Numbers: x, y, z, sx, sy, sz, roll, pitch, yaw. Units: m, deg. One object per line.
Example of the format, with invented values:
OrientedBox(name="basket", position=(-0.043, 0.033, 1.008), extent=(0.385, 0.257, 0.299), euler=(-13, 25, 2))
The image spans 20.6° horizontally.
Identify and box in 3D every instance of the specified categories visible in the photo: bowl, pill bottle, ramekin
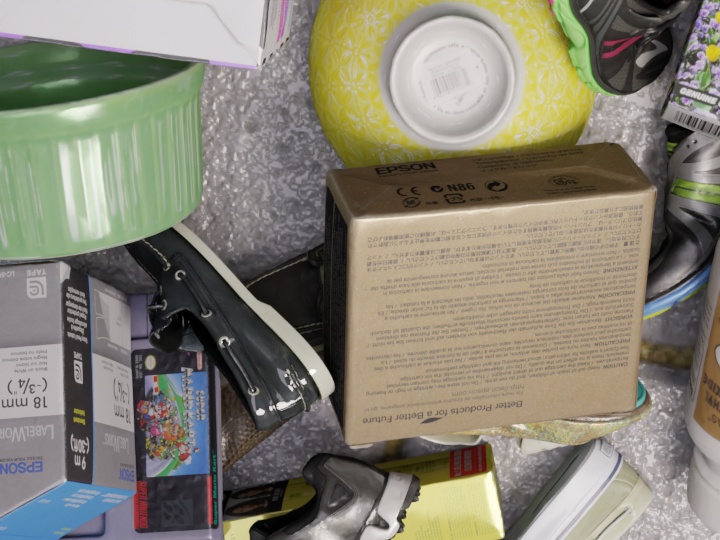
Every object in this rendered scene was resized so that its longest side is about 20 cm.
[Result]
OrientedBox(name="bowl", position=(0.059, -0.128, 1.276), extent=(0.198, 0.108, 0.203), euler=(1, 101, 4))
OrientedBox(name="pill bottle", position=(0.269, 0.073, 1.278), extent=(0.113, 0.115, 0.202), euler=(6, 123, 2))
OrientedBox(name="ramekin", position=(-0.192, -0.079, 1.258), extent=(0.198, 0.200, 0.099), euler=(-4, 109, 4))

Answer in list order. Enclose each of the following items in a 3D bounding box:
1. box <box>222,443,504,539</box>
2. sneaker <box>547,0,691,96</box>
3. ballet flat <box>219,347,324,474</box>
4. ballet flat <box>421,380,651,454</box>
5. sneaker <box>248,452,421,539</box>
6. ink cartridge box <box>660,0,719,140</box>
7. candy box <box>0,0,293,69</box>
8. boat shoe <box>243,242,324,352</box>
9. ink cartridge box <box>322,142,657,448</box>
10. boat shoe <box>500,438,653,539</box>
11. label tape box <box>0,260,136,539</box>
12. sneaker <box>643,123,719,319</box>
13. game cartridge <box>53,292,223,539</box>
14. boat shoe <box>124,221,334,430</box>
OrientedBox(name="box", position=(-0.002, 0.167, 1.353), extent=(0.198, 0.075, 0.051), euler=(-10, 100, 6))
OrientedBox(name="sneaker", position=(0.169, -0.161, 1.221), extent=(0.083, 0.200, 0.078), euler=(-1, 77, 18))
OrientedBox(name="ballet flat", position=(-0.080, 0.098, 1.363), extent=(0.200, 0.046, 0.067), euler=(-44, 65, 4))
OrientedBox(name="ballet flat", position=(0.095, 0.093, 1.344), extent=(0.198, 0.071, 0.072), euler=(6, 101, 1))
OrientedBox(name="sneaker", position=(-0.041, 0.206, 1.295), extent=(0.090, 0.066, 0.201), euler=(26, 98, -1))
OrientedBox(name="ink cartridge box", position=(0.274, -0.175, 1.252), extent=(0.108, 0.050, 0.202), euler=(20, 84, 6))
OrientedBox(name="candy box", position=(-0.128, -0.179, 1.228), extent=(0.166, 0.200, 0.072), euler=(7, 102, 2))
OrientedBox(name="boat shoe", position=(0.001, 0.001, 1.314), extent=(0.199, 0.066, 0.072), euler=(-15, 64, 2))
OrientedBox(name="ink cartridge box", position=(0.078, 0.014, 1.252), extent=(0.198, 0.075, 0.166), euler=(-6, 120, -14))
OrientedBox(name="boat shoe", position=(0.122, 0.207, 1.356), extent=(0.062, 0.072, 0.201), euler=(38, 98, -2))
OrientedBox(name="label tape box", position=(-0.190, 0.105, 1.249), extent=(0.063, 0.144, 0.202), euler=(-4, 80, 10))
OrientedBox(name="sneaker", position=(0.226, -0.056, 1.305), extent=(0.082, 0.071, 0.201), euler=(32, 96, 3))
OrientedBox(name="game cartridge", position=(-0.156, 0.116, 1.330), extent=(0.128, 0.038, 0.202), euler=(-6, 79, 16))
OrientedBox(name="boat shoe", position=(-0.104, 0.032, 1.274), extent=(0.066, 0.075, 0.199), euler=(-41, 66, -15))
